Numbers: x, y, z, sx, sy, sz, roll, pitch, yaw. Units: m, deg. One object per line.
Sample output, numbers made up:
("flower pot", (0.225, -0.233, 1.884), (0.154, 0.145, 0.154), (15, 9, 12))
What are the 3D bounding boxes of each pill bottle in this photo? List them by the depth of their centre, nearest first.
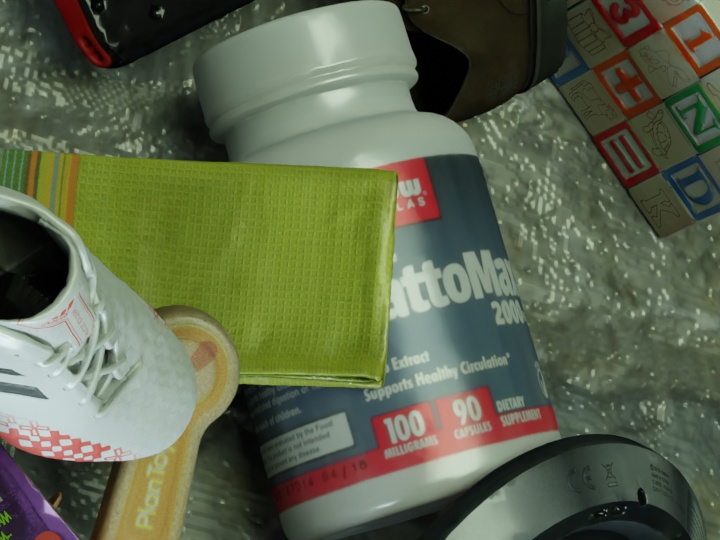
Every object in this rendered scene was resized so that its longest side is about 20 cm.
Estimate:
("pill bottle", (0.000, 0.000, 1.143), (0.119, 0.119, 0.201), (-12, 82, -32))

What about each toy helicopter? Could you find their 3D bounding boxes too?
("toy helicopter", (-0.096, 0.109, 1.056), (0.131, 0.079, 0.201), (13, 92, -10))

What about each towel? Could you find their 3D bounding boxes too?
("towel", (-0.086, -0.002, 1.084), (0.198, 0.018, 0.087), (3, 86, 6))

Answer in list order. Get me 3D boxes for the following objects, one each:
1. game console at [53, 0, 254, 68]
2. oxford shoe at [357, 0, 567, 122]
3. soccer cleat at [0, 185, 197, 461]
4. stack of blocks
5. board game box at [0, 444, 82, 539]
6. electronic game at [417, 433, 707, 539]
("game console", (-0.072, -0.199, 1.175), (0.199, 0.031, 0.178), (-30, 100, -31))
("oxford shoe", (0.037, -0.140, 1.182), (0.084, 0.073, 0.201), (-35, 135, -25))
("soccer cleat", (-0.111, 0.015, 0.950), (0.200, 0.085, 0.069), (37, 63, -43))
("stack of blocks", (0.126, -0.125, 1.253), (0.059, 0.115, 0.200), (-39, 96, -32))
("board game box", (-0.207, 0.121, 0.990), (0.200, 0.032, 0.120), (-40, 80, -10))
("electronic game", (0.067, 0.158, 1.125), (0.199, 0.042, 0.201), (-22, 126, -34))
